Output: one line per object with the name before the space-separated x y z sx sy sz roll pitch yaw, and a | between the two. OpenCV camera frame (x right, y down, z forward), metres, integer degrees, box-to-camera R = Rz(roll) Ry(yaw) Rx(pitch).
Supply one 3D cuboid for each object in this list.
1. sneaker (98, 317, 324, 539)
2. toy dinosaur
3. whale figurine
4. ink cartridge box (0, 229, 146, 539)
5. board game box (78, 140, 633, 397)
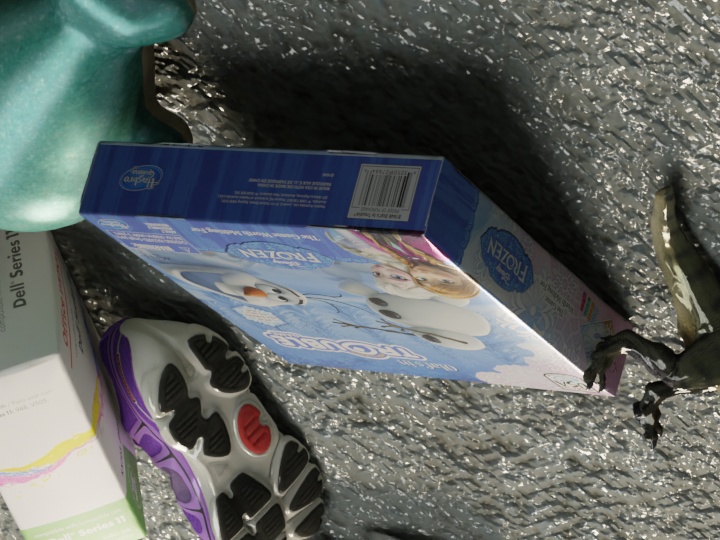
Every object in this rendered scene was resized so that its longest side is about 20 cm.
sneaker | -0.085 0.100 1.690 0.083 0.081 0.201 19 142 47
toy dinosaur | 0.159 0.044 1.420 0.088 0.048 0.200 -25 121 23
whale figurine | -0.154 -0.090 1.444 0.159 0.104 0.200 38 146 -10
ink cartridge box | -0.181 0.053 1.633 0.067 0.118 0.201 -17 135 4
board game box | 0.000 0.000 1.438 0.199 0.044 0.199 4 160 35
